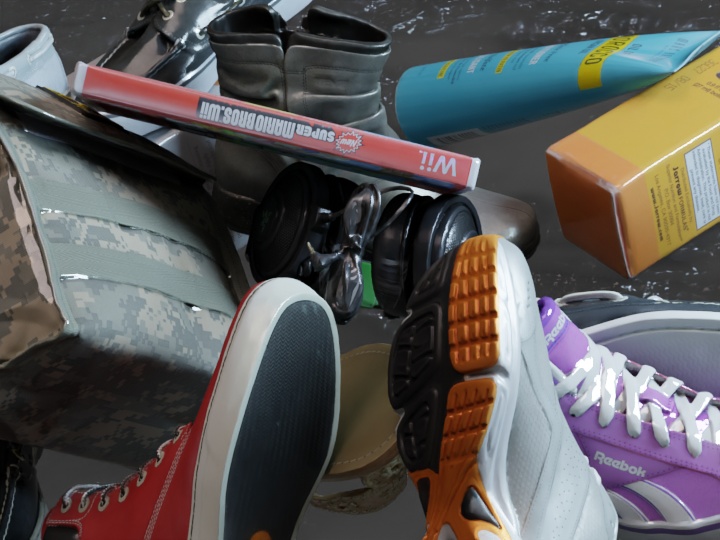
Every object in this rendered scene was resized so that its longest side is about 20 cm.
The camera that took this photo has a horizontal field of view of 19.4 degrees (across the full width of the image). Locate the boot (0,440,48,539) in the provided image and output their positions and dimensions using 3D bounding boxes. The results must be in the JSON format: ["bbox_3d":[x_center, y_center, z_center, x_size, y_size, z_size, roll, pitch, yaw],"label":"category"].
[{"bbox_3d":[-0.218,0.063,1.078,0.073,0.155,0.204,-17,31,8],"label":"boot"}]

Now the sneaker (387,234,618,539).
[{"bbox_3d":[0.069,0.086,0.928,0.091,0.202,0.075,5,-9,-38],"label":"sneaker"}]

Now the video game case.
[{"bbox_3d":[-0.042,-0.070,1.071,0.198,0.018,0.143,13,0,-2],"label":"video game case"}]

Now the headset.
[{"bbox_3d":[0.000,0.000,1.056,0.122,0.200,0.095,11,77,2],"label":"headset"}]

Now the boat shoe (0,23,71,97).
[{"bbox_3d":[-0.225,-0.094,1.150,0.069,0.072,0.201,-2,15,23],"label":"boat shoe"}]

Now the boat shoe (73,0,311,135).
[{"bbox_3d":[-0.100,-0.147,1.236,0.068,0.057,0.200,16,46,37],"label":"boat shoe"}]

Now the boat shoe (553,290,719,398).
[{"bbox_3d":[0.126,0.039,1.035,0.198,0.076,0.061,-5,34,20],"label":"boat shoe"}]

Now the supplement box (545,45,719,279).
[{"bbox_3d":[0.202,-0.078,1.175,0.199,0.069,0.066,-32,38,-18],"label":"supplement box"}]

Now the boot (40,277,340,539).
[{"bbox_3d":[-0.089,0.091,0.982,0.144,0.202,0.072,18,5,42],"label":"boot"}]

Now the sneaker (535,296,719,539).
[{"bbox_3d":[0.122,0.066,0.971,0.199,0.115,0.073,-3,35,17],"label":"sneaker"}]

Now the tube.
[{"bbox_3d":[0.113,-0.110,1.228,0.199,0.051,0.077,-8,24,38],"label":"tube"}]

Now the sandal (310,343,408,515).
[{"bbox_3d":[-0.007,0.086,1.045,0.078,0.070,0.211,-54,24,-19],"label":"sandal"}]

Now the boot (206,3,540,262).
[{"bbox_3d":[0.006,-0.073,1.167,0.198,0.132,0.068,11,34,10],"label":"boot"}]

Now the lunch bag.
[{"bbox_3d":[-0.148,-0.016,1.060,0.117,0.164,0.201,-35,60,24],"label":"lunch bag"}]

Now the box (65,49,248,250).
[{"bbox_3d":[-0.131,-0.061,1.267,0.199,0.098,0.124,-34,38,-24],"label":"box"}]
